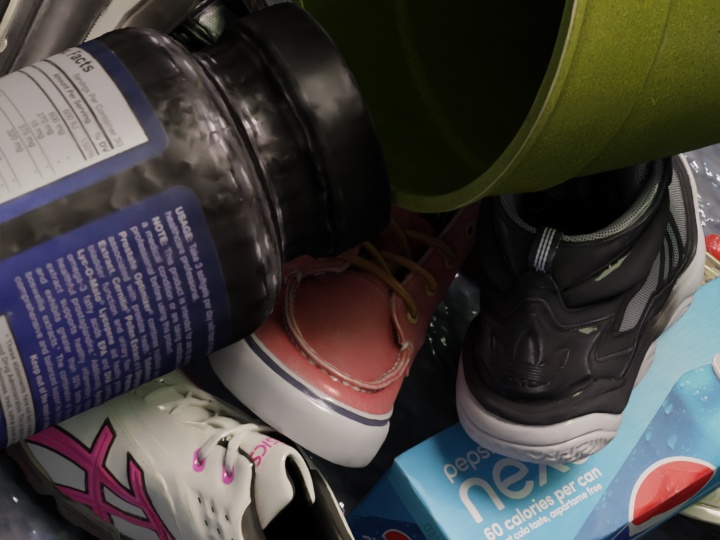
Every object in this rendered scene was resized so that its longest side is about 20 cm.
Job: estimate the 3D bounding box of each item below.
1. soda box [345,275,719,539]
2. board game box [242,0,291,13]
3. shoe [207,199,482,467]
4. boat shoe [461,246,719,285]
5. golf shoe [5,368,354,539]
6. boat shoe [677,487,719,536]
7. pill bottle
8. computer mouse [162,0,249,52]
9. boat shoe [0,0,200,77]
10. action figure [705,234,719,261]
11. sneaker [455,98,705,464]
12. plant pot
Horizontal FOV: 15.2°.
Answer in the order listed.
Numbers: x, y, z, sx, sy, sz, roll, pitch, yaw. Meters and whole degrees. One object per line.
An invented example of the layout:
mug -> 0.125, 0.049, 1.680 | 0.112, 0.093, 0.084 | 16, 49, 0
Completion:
soda box -> 0.091, 0.073, 1.053 | 0.200, 0.064, 0.068 | -27, 75, -34
board game box -> 0.024, -0.166, 1.082 | 0.097, 0.160, 0.200 | 27, 17, -27
shoe -> 0.000, 0.000, 0.994 | 0.071, 0.091, 0.200 | 34, 13, -6
boat shoe -> 0.125, 0.006, 1.186 | 0.200, 0.073, 0.063 | 37, 40, -10
golf shoe -> -0.052, 0.071, 0.939 | 0.200, 0.092, 0.073 | 50, 39, 9
boat shoe -> 0.155, 0.087, 1.155 | 0.199, 0.068, 0.072 | 28, 66, -3
pill bottle -> -0.096, -0.012, 0.884 | 0.199, 0.112, 0.112 | -24, 70, -16
computer mouse -> -0.083, -0.117, 1.112 | 0.140, 0.046, 0.200 | 39, 18, 12
boat shoe -> -0.114, -0.079, 0.973 | 0.060, 0.200, 0.074 | 33, -3, 11
action figure -> 0.231, 0.056, 1.263 | 0.200, 0.052, 0.065 | 46, 31, 9
sneaker -> 0.091, -0.024, 1.016 | 0.075, 0.114, 0.200 | 14, 38, 12
plant pot -> 0.104, -0.122, 0.915 | 0.192, 0.201, 0.201 | -2, 56, -27
